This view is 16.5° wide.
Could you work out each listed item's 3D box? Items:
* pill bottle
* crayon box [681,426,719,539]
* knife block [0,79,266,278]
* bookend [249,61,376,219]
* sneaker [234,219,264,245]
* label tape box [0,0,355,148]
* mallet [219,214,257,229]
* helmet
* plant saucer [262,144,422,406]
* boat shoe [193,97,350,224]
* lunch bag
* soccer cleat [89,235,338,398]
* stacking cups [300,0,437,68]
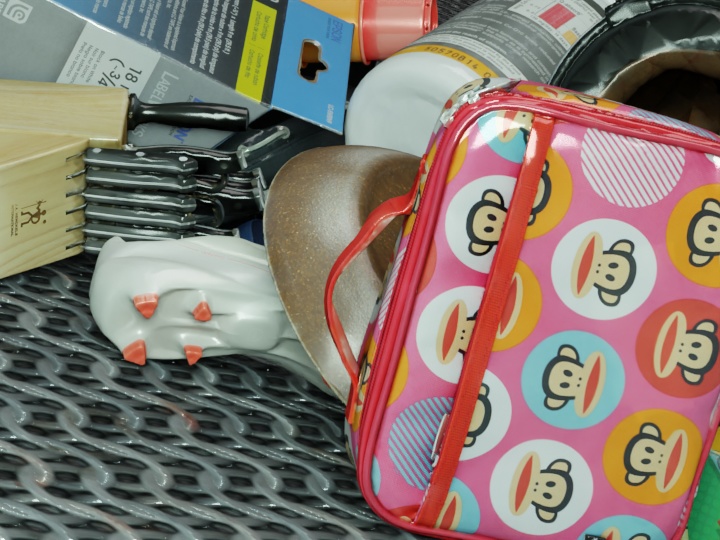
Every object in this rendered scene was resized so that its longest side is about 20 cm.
[{"bbox_3d":[0.088,-0.097,1.397,0.116,0.117,0.200,24,37,26],"label":"pill bottle"},{"bbox_3d":[0.229,0.118,1.200,0.118,0.059,0.200,23,13,21],"label":"crayon box"},{"bbox_3d":[-0.154,-0.061,1.302,0.200,0.064,0.175,27,33,38],"label":"knife block"},{"bbox_3d":[-0.018,-0.119,1.564,0.092,0.201,0.199,9,14,-34],"label":"bookend"},{"bbox_3d":[0.000,0.000,1.337,0.074,0.083,0.200,6,13,-41],"label":"sneaker"},{"bbox_3d":[-0.108,-0.125,1.374,0.199,0.063,0.144,25,29,-11],"label":"label tape box"},{"bbox_3d":[-0.160,-0.052,1.452,0.199,0.041,0.066,10,17,-20],"label":"mallet"},{"bbox_3d":[0.178,-0.036,1.271,0.199,0.201,0.191,23,-10,22],"label":"helmet"},{"bbox_3d":[0.041,0.014,1.183,0.200,0.037,0.201,32,35,-26],"label":"plant saucer"},{"bbox_3d":[-0.076,-0.056,1.406,0.199,0.061,0.075,-15,-2,-45],"label":"boat shoe"},{"bbox_3d":[0.072,0.020,1.068,0.175,0.201,0.082,14,11,-7],"label":"lunch bag"},{"bbox_3d":[-0.035,0.019,1.218,0.199,0.070,0.078,11,31,-18],"label":"soccer cleat"},{"bbox_3d":[-0.054,-0.150,1.474,0.199,0.061,0.061,-2,10,8],"label":"stacking cups"}]
